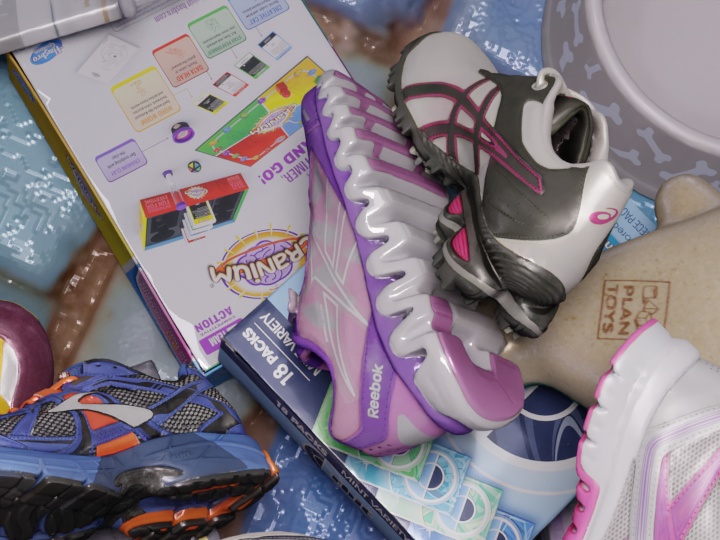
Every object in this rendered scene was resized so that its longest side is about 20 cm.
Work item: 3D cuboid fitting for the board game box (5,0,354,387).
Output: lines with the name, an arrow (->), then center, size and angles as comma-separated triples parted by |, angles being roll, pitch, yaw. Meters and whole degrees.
board game box -> -0.069, -0.059, 0.990 | 0.153, 0.040, 0.200 | -28, 78, -15

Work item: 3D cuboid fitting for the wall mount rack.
wall mount rack -> -0.185, -0.174, 0.988 | 0.199, 0.075, 0.174 | -17, 38, -1

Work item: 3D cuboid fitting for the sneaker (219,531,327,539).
sneaker -> -0.091, 0.158, 0.843 | 0.199, 0.085, 0.077 | -12, 75, -13

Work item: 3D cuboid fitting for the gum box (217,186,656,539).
gum box -> 0.060, 0.034, 0.934 | 0.200, 0.045, 0.170 | -42, 82, -18

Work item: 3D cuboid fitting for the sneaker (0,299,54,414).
sneaker -> -0.199, 0.095, 0.847 | 0.075, 0.090, 0.201 | 26, 72, 4

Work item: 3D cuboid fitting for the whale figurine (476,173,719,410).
whale figurine -> 0.143, 0.036, 0.883 | 0.199, 0.104, 0.160 | 2, 70, 18

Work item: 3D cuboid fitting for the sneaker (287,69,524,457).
sneaker -> 0.000, 0.000, 0.876 | 0.088, 0.080, 0.201 | -35, 55, 26

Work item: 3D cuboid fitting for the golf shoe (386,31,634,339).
golf shoe -> 0.071, -0.057, 0.861 | 0.077, 0.088, 0.200 | 30, 27, -31

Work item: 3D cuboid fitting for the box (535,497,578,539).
box -> 0.096, 0.050, 0.978 | 0.038, 0.041, 0.201 | -6, 72, -9

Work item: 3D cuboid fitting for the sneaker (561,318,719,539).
sneaker -> 0.123, 0.127, 0.793 | 0.088, 0.081, 0.201 | 20, 106, 17

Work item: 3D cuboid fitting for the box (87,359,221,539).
box -> -0.139, 0.161, 0.905 | 0.161, 0.049, 0.201 | -20, 75, -11

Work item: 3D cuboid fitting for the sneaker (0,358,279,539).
sneaker -> -0.130, 0.080, 0.848 | 0.199, 0.075, 0.079 | 5, 48, -47

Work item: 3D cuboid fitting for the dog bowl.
dog bowl -> 0.201, -0.132, 1.042 | 0.199, 0.059, 0.201 | 2, 71, -6
